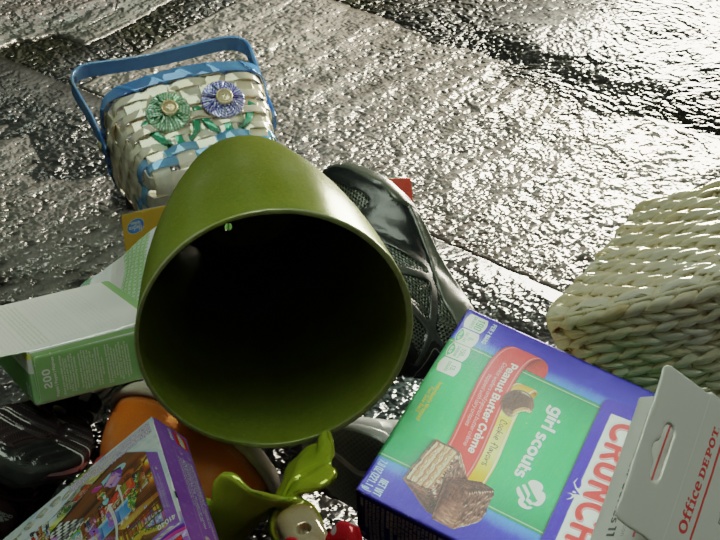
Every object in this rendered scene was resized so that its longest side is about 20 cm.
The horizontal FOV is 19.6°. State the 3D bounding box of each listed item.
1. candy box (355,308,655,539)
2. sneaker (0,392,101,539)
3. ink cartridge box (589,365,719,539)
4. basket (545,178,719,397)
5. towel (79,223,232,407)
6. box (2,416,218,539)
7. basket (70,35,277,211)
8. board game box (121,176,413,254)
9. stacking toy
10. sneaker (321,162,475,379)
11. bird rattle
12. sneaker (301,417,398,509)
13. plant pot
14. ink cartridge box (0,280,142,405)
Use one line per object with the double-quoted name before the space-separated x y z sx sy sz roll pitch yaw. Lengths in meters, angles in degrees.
"candy box" 0.122 0.146 1.442 0.199 0.077 0.169 25 62 16
"sneaker" -0.243 0.152 1.504 0.075 0.116 0.200 28 11 1
"ink cartridge box" 0.223 0.157 1.356 0.067 0.200 0.117 -9 52 51
"basket" 0.274 0.037 1.537 0.200 0.161 0.198 -15 21 42
"towel" -0.168 0.015 1.644 0.031 0.200 0.150 29 39 -28
"box" -0.182 0.209 1.371 0.200 0.039 0.137 -39 43 15
"basket" -0.158 -0.136 1.913 0.176 0.139 0.200 -15 45 -16
"board game box" -0.078 -0.043 1.730 0.153 0.041 0.200 -4 -3 -43
"stacking toy" -0.161 0.192 1.467 0.146 0.146 0.200 19 58 30
"sneaker" 0.000 0.000 1.562 0.114 0.076 0.200 -7 57 -41
"bird rattle" -0.019 0.203 1.366 0.112 0.163 0.200 -30 37 -14
"sneaker" 0.056 0.143 1.548 0.199 0.071 0.080 12 31 9
"plant pot" -0.070 -0.008 1.467 0.186 0.188 0.200 -7 31 -5
"ink cartridge box" -0.255 0.060 1.518 0.199 0.048 0.145 -14 16 -19
